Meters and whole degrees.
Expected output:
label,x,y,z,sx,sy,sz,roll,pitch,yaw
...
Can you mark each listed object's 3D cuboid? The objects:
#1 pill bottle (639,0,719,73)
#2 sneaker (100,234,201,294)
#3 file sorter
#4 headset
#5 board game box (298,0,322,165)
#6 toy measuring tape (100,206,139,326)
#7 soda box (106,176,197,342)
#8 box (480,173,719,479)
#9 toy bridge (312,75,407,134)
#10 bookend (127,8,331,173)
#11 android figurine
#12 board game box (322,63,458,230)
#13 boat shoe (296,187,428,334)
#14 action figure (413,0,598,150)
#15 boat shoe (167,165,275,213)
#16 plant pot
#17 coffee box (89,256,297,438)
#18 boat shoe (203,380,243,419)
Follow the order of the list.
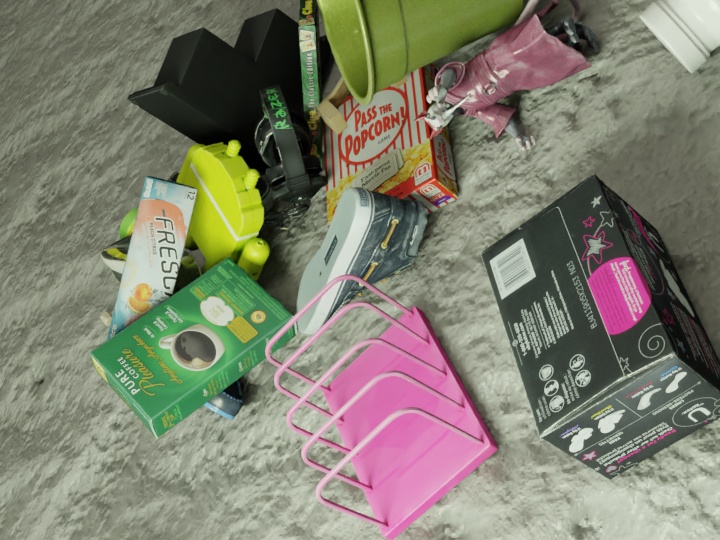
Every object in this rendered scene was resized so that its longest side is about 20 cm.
label,x,y,z,sx,sy,sz,roll,pitch,yaw
pill bottle,0.351,-0.272,1.006,0.200,0.104,0.104,-42,42,17
sneaker,-0.254,0.016,1.446,0.074,0.085,0.200,-36,38,-23
file sorter,0.007,0.122,1.074,0.139,0.125,0.200,-44,41,15
headset,-0.093,-0.122,1.293,0.094,0.200,0.124,-18,57,-2
board game box,-0.058,-0.233,1.337,0.023,0.200,0.105,-3,45,-2
toy measuring tape,-0.315,-0.021,1.539,0.200,0.074,0.074,-56,39,0
soda box,-0.244,-0.007,1.322,0.068,0.063,0.200,-170,93,-81
box,0.201,0.047,0.936,0.132,0.115,0.200,-37,42,24
toy bridge,0.027,-0.233,1.276,0.200,0.027,0.067,-37,50,-5
bookend,-0.159,-0.257,1.432,0.092,0.200,0.199,-3,64,51
android figurine,-0.169,-0.072,1.363,0.182,0.041,0.200,55,142,24
board game box,0.030,-0.134,1.283,0.151,0.046,0.200,-29,46,29
boat shoe,0.000,0.000,1.215,0.071,0.091,0.200,-105,32,-43
action figure,0.135,-0.209,1.160,0.200,0.134,0.149,-28,47,26
boat shoe,-0.191,-0.119,1.466,0.200,0.071,0.072,8,46,41
plant pot,0.064,-0.298,1.187,0.190,0.200,0.200,-19,42,-9
coffee box,-0.185,0.082,1.253,0.200,0.044,0.123,-38,60,-23
boat shoe,-0.186,0.100,1.320,0.069,0.084,0.200,-51,42,2
